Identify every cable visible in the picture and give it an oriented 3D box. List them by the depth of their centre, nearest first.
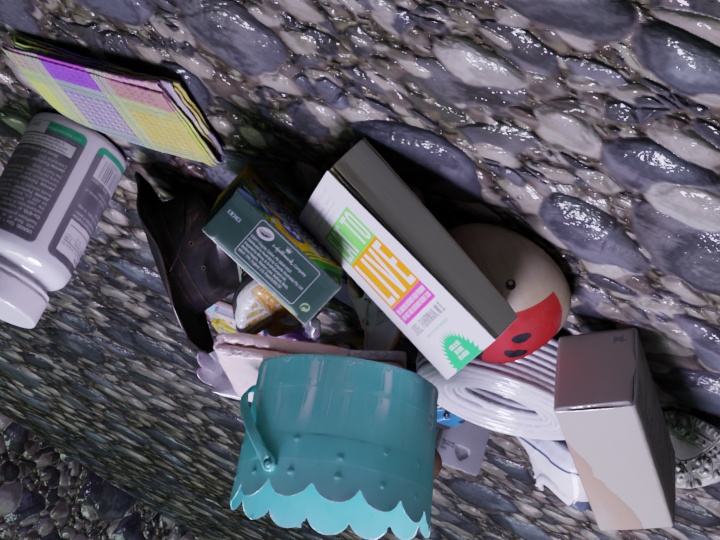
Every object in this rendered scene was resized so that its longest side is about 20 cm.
[{"bbox_3d":[0.150,0.111,1.633,0.198,0.070,0.200,9,160,32],"label":"cable"}]

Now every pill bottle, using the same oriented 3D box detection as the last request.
[{"bbox_3d":[-0.332,-0.051,1.639,0.112,0.202,0.113,23,162,8],"label":"pill bottle"}]

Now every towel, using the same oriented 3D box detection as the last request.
[{"bbox_3d":[-0.228,-0.159,1.494,0.198,0.023,0.144,17,161,26],"label":"towel"},{"bbox_3d":[-0.043,0.107,1.589,0.188,0.033,0.200,7,162,5],"label":"towel"}]

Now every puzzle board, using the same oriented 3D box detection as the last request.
[{"bbox_3d":[-0.109,0.096,2.044,0.198,0.018,0.151,19,161,17],"label":"puzzle board"}]

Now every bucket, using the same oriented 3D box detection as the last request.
[{"bbox_3d":[-0.021,0.167,1.489,0.204,0.136,0.207,8,162,2],"label":"bucket"}]

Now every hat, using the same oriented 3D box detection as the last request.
[{"bbox_3d":[-0.164,-0.020,1.643,0.080,0.202,0.201,-21,154,1],"label":"hat"}]

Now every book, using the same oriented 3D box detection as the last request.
[{"bbox_3d":[0.038,-0.004,1.389,0.200,0.048,0.134,46,154,3],"label":"book"}]

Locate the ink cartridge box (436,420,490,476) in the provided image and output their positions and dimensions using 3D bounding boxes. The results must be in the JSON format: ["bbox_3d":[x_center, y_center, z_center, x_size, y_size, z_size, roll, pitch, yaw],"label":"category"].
[{"bbox_3d":[0.042,0.170,1.899,0.198,0.084,0.146,14,172,29],"label":"ink cartridge box"}]

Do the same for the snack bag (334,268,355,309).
[{"bbox_3d":[0.000,0.000,1.629,0.187,0.022,0.200,31,160,-15],"label":"snack bag"}]

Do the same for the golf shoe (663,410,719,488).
[{"bbox_3d":[0.333,0.189,1.665,0.096,0.079,0.199,10,173,-30],"label":"golf shoe"}]

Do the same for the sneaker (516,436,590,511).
[{"bbox_3d":[0.206,0.204,1.740,0.072,0.072,0.200,7,-170,-12],"label":"sneaker"}]

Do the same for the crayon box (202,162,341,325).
[{"bbox_3d":[-0.077,-0.031,1.465,0.126,0.052,0.200,43,-172,-9],"label":"crayon box"}]

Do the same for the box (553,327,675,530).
[{"bbox_3d":[0.246,0.155,1.520,0.077,0.096,0.201,-7,135,19],"label":"box"}]

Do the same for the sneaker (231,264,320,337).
[{"bbox_3d":[-0.099,0.013,1.574,0.088,0.075,0.200,62,-178,9],"label":"sneaker"}]

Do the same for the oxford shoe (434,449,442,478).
[{"bbox_3d":[0.017,0.199,1.702,0.198,0.074,0.084,14,169,-35],"label":"oxford shoe"}]

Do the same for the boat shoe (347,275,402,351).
[{"bbox_3d":[0.021,0.018,1.524,0.069,0.071,0.201,23,144,6],"label":"boat shoe"}]

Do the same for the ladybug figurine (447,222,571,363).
[{"bbox_3d":[0.122,0.029,1.450,0.134,0.072,0.201,19,157,16],"label":"ladybug figurine"}]

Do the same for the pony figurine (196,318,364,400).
[{"bbox_3d":[-0.073,0.075,1.766,0.191,0.168,0.200,19,178,-3],"label":"pony figurine"}]

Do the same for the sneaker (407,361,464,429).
[{"bbox_3d":[0.032,0.148,1.793,0.198,0.083,0.073,-14,146,20],"label":"sneaker"}]
